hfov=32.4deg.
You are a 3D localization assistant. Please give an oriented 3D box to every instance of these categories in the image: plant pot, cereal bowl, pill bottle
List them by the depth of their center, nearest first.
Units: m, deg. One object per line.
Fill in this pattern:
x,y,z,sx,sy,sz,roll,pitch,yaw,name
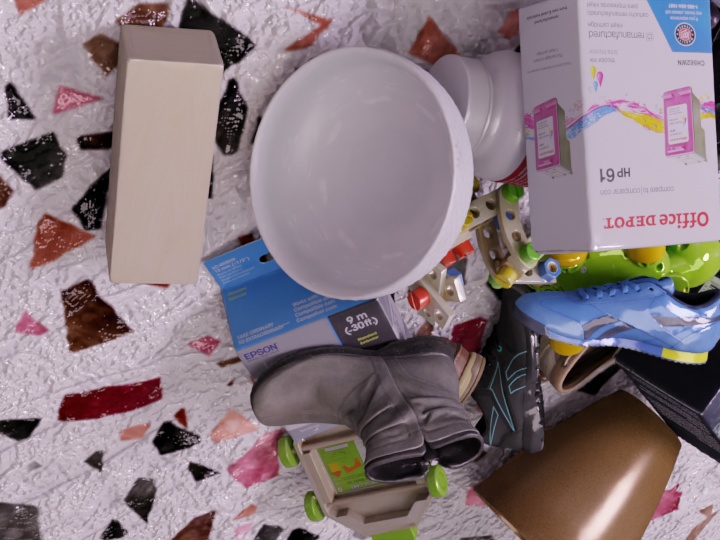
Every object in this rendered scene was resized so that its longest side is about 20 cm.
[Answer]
0.010,-0.078,1.020,0.201,0.200,0.083,-55,155,20,cereal bowl
0.153,-0.129,1.085,0.198,0.113,0.113,7,122,-29,pill bottle
0.258,0.238,1.385,0.200,0.186,0.187,-47,131,-6,plant pot

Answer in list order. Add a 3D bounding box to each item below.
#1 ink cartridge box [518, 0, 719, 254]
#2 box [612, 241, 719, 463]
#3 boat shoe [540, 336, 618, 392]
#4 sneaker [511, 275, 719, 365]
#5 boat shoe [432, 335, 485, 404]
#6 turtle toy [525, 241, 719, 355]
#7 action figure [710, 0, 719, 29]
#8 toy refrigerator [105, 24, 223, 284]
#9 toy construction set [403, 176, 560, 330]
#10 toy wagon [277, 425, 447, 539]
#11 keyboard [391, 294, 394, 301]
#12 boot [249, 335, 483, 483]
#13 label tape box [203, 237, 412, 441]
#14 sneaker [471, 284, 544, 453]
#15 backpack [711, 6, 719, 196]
0.211,-0.116,1.005,0.143,0.084,0.203,-5,94,-29,ink cartridge box
0.396,0.081,1.303,0.201,0.124,0.197,-52,140,-4,box
0.278,0.057,1.313,0.199,0.065,0.071,-39,131,6,boat shoe
0.241,0.031,1.150,0.197,0.066,0.079,9,113,-5,sneaker
0.049,0.145,1.280,0.067,0.072,0.201,34,118,-4,boat shoe
0.260,-0.002,1.223,0.197,0.102,0.147,-3,126,4,turtle toy
0.247,-0.267,1.040,0.199,0.070,0.130,22,144,-36,action figure
-0.162,-0.091,0.998,0.075,0.070,0.202,0,124,-16,toy refrigerator
0.091,-0.018,1.104,0.199,0.132,0.092,-24,173,-46,toy construction set
0.011,0.216,1.262,0.153,0.040,0.202,-15,111,23,toy wagon
0.000,0.000,1.159,0.103,0.040,0.202,-3,126,-22,keyboard
0.001,0.129,1.081,0.197,0.131,0.068,-12,130,1,boot
-0.040,0.054,1.141,0.142,0.067,0.201,-20,131,10,label tape box
0.150,0.103,1.282,0.078,0.076,0.203,0,114,11,sneaker
0.329,-0.133,1.140,0.126,0.168,0.200,24,119,-41,backpack
